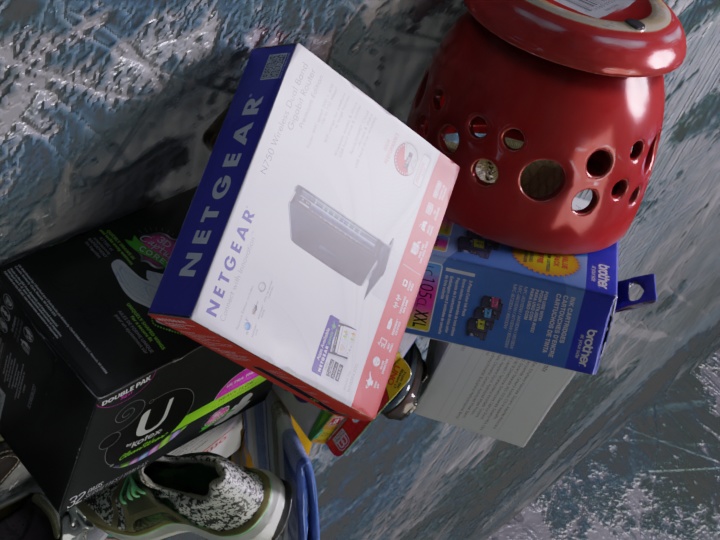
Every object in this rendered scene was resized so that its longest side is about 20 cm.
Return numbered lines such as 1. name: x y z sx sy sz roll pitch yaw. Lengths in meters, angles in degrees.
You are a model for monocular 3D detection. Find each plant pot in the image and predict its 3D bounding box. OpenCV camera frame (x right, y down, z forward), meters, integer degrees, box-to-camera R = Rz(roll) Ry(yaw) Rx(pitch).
1. plant pot: 0.144 -0.140 1.115 0.200 0.200 0.183 -23 137 -46

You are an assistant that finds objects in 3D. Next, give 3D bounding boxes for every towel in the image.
1. towel: -0.066 0.148 1.159 0.024 0.200 0.147 -11 124 -14

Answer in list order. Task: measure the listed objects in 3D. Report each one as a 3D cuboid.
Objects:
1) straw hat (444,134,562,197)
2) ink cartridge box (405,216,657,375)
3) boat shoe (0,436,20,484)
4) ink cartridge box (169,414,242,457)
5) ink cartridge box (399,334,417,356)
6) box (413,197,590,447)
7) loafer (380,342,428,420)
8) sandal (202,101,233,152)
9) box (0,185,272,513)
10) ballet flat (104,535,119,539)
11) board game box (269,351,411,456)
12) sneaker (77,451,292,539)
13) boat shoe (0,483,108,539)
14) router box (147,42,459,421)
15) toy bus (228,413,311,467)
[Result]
1. straw hat: 0.082 -0.070 1.251 0.201 0.201 0.085 -46 127 6
2. ink cartridge box: 0.131 0.008 1.127 0.137 0.199 0.077 -70 173 -63
3. boat shoe: -0.329 0.206 1.082 0.200 0.065 0.073 -44 160 -3
4. ink cartridge box: -0.168 0.128 1.240 0.116 0.068 0.200 -35 159 -20
5. ink cartridge box: 0.032 0.056 1.416 0.200 0.044 0.094 -54 -176 -22
6. box: 0.157 0.042 1.492 0.200 0.130 0.199 113 -6 -50
7. loafer: 0.045 0.107 1.486 0.072 0.063 0.200 -43 -162 10
8. sandal: -0.049 -0.086 1.049 0.082 0.055 0.200 -45 158 2
9. box: -0.156 0.050 1.017 0.200 0.124 0.149 -26 155 -39
10. ballet flat: -0.225 0.228 1.353 0.070 0.069 0.200 -52 160 22
11. board game box: -0.047 0.042 1.104 0.096 0.200 0.030 -50 150 18
12. sneaker: -0.150 0.160 1.088 0.089 0.199 0.077 50 47 -43
13. boat shoe: -0.285 0.222 1.198 0.201 0.075 0.065 -20 155 -36
14. router box: -0.032 -0.022 0.970 0.179 0.049 0.201 32 71 -40
15. toy bus: -0.083 0.146 1.345 0.065 0.078 0.200 -6 141 -19
